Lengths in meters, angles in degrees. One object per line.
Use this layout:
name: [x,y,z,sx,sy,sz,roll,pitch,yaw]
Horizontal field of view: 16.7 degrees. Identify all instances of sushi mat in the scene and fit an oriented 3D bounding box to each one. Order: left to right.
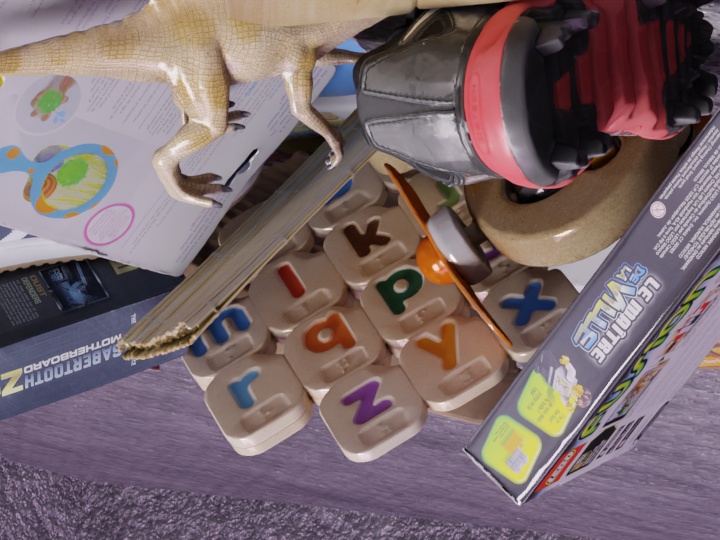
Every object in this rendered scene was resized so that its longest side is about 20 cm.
sushi mat: [-0.023,-0.034,1.040,0.012,0.200,0.096,49,156,-12]

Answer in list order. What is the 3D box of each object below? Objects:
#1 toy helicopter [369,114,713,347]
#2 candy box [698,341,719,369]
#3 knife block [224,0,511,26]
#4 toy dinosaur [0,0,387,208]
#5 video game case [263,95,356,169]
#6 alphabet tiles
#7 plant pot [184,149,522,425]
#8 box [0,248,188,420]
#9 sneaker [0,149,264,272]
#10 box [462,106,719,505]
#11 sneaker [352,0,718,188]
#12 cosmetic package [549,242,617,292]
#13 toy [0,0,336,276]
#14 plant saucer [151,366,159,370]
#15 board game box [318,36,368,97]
toy helicopter: [0.056,-0.043,1.060,0.079,0.132,0.200,46,166,-31]
candy box: [0.198,0.022,1.438,0.200,0.056,0.115,0,166,46]
knife block: [-0.021,-0.139,0.769,0.200,0.064,0.175,0,165,45]
toy dinosaur: [-0.059,-0.080,0.924,0.199,0.058,0.101,-11,134,-8]
video game case: [-0.022,-0.065,1.280,0.199,0.023,0.182,2,167,37]
alphabet tiles: [0.016,0.004,1.088,0.015,0.200,0.196,61,176,-37]
plant pot: [0.000,0.000,1.224,0.200,0.093,0.201,22,-177,-1]
box: [-0.188,-0.019,1.108,0.157,0.200,0.051,-20,142,-23]
sneaker: [-0.130,-0.061,1.044,0.199,0.070,0.109,-15,140,-20]
box: [0.131,0.003,0.993,0.035,0.200,0.110,44,-152,18]
sneaker: [0.064,-0.074,0.885,0.098,0.071,0.200,-1,-168,29]
cosmetic package: [0.177,-0.017,1.178,0.113,0.081,0.200,15,168,-33]
toy: [-0.112,-0.071,0.963,0.200,0.115,0.047,16,-152,-54]
plant saucer: [-0.210,-0.017,1.232,0.200,0.037,0.200,31,-174,20]
board game box: [-0.072,-0.115,1.017,0.157,0.039,0.200,5,171,15]
